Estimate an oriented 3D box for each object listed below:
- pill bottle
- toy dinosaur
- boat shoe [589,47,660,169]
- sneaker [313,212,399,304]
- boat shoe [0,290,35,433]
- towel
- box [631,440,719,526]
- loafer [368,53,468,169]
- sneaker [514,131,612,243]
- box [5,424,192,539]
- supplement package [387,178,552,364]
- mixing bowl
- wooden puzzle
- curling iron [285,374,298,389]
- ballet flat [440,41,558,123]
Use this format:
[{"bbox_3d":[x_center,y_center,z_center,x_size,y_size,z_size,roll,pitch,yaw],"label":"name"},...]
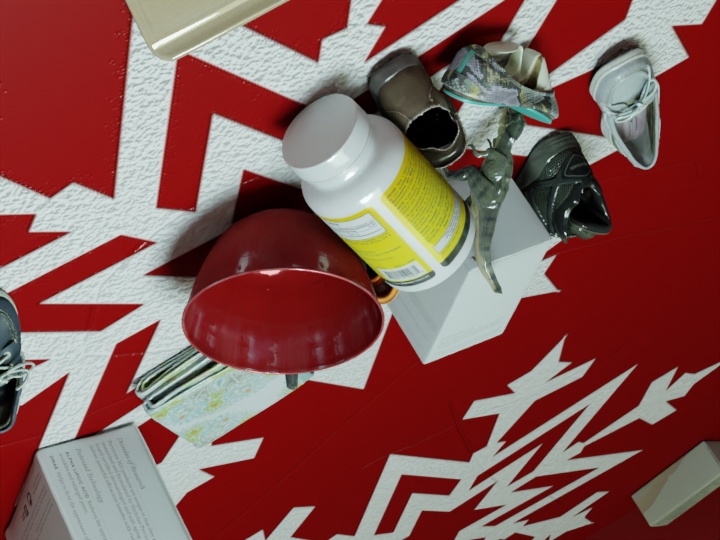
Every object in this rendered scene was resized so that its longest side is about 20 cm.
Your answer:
[{"bbox_3d":[0.016,-0.075,1.604,0.112,0.113,0.200,-36,132,10],"label":"pill bottle"},{"bbox_3d":[0.120,-0.081,1.770,0.047,0.088,0.201,-2,102,-64],"label":"toy dinosaur"},{"bbox_3d":[0.299,-0.177,1.856,0.074,0.065,0.202,-30,156,-4],"label":"boat shoe"},{"bbox_3d":[0.000,0.000,1.785,0.077,0.112,0.200,-28,156,-7],"label":"sneaker"},{"bbox_3d":[-0.352,0.090,1.603,0.075,0.062,0.200,-17,152,-25],"label":"boat shoe"},{"bbox_3d":[-0.153,0.127,1.935,0.171,0.048,0.200,-30,156,4],"label":"towel"},{"bbox_3d":[0.667,0.438,3.465,0.200,0.078,0.095,-42,154,22],"label":"box"},{"bbox_3d":[0.062,-0.137,1.644,0.073,0.071,0.200,-35,156,7],"label":"loafer"},{"bbox_3d":[0.220,-0.058,1.939,0.076,0.114,0.200,-16,154,-28],"label":"sneaker"},{"bbox_3d":[-0.299,0.321,1.943,0.130,0.200,0.199,-12,150,-32],"label":"box"},{"bbox_3d":[0.114,-0.006,1.905,0.117,0.117,0.200,-19,154,-25],"label":"supplement package"},{"bbox_3d":[-0.076,0.009,1.678,0.199,0.109,0.200,-1,148,-1],"label":"mixing bowl"},{"bbox_3d":[-0.103,-0.260,1.264,0.185,0.037,0.200,-29,152,-5],"label":"wooden puzzle"},{"bbox_3d":[-0.071,0.056,1.837,0.026,0.049,0.200,-39,148,-43],"label":"curling iron"},{"bbox_3d":[0.152,-0.189,1.664,0.072,0.072,0.200,-42,157,23],"label":"ballet flat"}]
